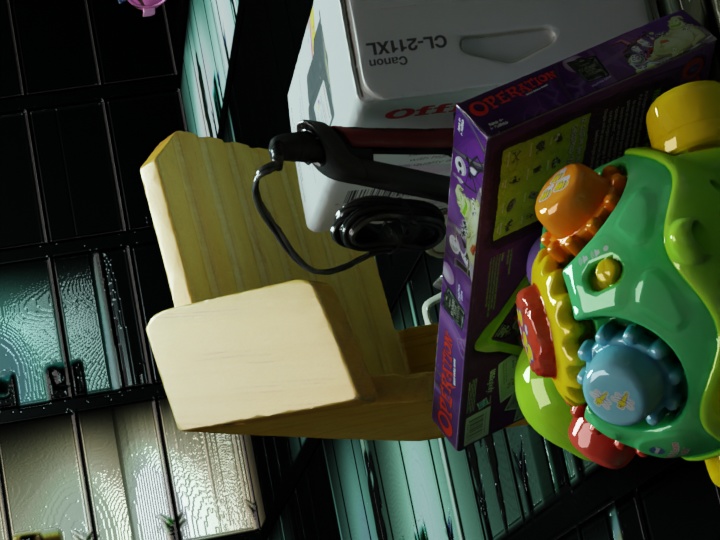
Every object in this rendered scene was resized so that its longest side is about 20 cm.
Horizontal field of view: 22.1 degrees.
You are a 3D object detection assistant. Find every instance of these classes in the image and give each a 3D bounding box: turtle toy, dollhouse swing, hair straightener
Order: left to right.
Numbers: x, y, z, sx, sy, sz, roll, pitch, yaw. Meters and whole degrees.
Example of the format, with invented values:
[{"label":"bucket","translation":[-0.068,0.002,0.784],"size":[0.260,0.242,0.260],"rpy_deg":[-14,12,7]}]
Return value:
[{"label":"dollhouse swing","translation":[0.000,0.000,1.015],"size":[0.181,0.199,0.177],"rpy_deg":[-14,75,40]},{"label":"hair straightener","translation":[0.037,-0.028,0.819],"size":[0.041,0.199,0.077],"rpy_deg":[-14,78,51]},{"label":"turtle toy","translation":[0.115,0.024,0.757],"size":[0.200,0.101,0.146],"rpy_deg":[83,174,-68]}]

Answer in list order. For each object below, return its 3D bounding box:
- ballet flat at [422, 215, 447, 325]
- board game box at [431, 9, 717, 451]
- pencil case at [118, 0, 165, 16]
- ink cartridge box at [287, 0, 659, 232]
[{"label":"ballet flat","translation":[0.067,0.001,1.118],"size":[0.067,0.062,0.201],"rpy_deg":[-151,53,-77]},{"label":"board game box","translation":[0.090,-0.013,0.820],"size":[0.032,0.120,0.201],"rpy_deg":[53,154,37]},{"label":"pencil case","translation":[-0.352,-0.481,2.936],"size":[0.200,0.090,0.094],"rpy_deg":[-111,9,-59]},{"label":"ink cartridge box","translation":[0.049,-0.093,0.906],"size":[0.200,0.145,0.083],"rpy_deg":[118,144,-72]}]
